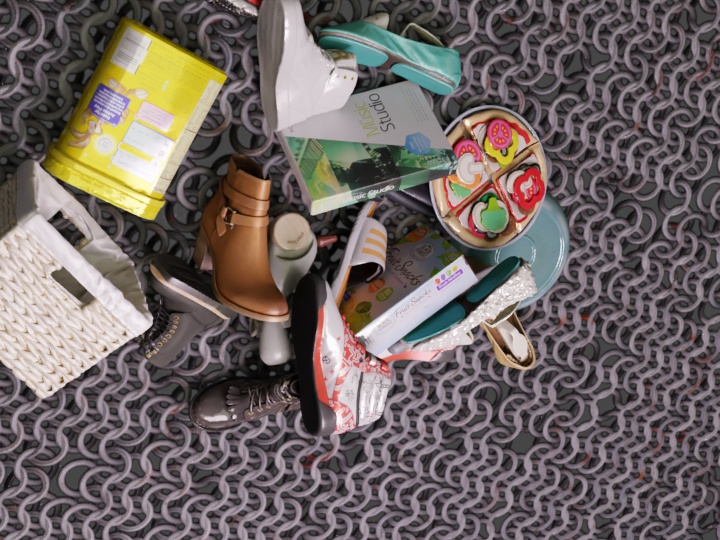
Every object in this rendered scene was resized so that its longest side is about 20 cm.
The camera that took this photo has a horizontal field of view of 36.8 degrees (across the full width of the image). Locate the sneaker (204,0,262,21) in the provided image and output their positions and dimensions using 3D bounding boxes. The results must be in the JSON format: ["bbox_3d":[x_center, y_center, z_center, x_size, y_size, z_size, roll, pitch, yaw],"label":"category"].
[{"bbox_3d":[-0.168,-0.364,1.266,0.200,0.077,0.085,33,86,-32],"label":"sneaker"}]

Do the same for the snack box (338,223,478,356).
[{"bbox_3d":[0.042,0.031,1.467,0.200,0.142,0.053,-36,119,-4],"label":"snack box"}]

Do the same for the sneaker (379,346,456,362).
[{"bbox_3d":[0.052,0.073,1.533,0.201,0.067,0.108,2,109,-26],"label":"sneaker"}]

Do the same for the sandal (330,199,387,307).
[{"bbox_3d":[-0.001,0.004,1.434,0.059,0.079,0.207,19,68,2],"label":"sandal"}]

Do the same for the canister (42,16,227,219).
[{"bbox_3d":[-0.266,-0.182,1.294,0.148,0.087,0.200,26,99,-28],"label":"canister"}]

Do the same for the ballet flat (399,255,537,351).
[{"bbox_3d":[0.149,0.060,1.427,0.200,0.072,0.072,-34,119,3],"label":"ballet flat"}]

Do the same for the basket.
[{"bbox_3d":[-0.374,0.011,1.266,0.161,0.200,0.198,-40,119,0],"label":"basket"}]

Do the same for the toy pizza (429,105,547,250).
[{"bbox_3d":[0.183,-0.127,1.489,0.200,0.032,0.201,-4,98,-29],"label":"toy pizza"}]

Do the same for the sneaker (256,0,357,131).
[{"bbox_3d":[-0.060,-0.264,1.304,0.115,0.074,0.200,-20,148,-19],"label":"sneaker"}]

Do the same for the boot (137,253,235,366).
[{"bbox_3d":[-0.244,0.062,1.364,0.138,0.077,0.200,-41,155,3],"label":"boot"}]

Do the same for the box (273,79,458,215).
[{"bbox_3d":[0.006,-0.160,1.379,0.200,0.144,0.036,-18,152,-13],"label":"box"}]

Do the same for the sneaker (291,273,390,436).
[{"bbox_3d":[-0.022,0.100,1.349,0.108,0.067,0.202,-7,95,-33],"label":"sneaker"}]

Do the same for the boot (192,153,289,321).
[{"bbox_3d":[-0.131,-0.041,1.340,0.077,0.200,0.155,6,117,-37],"label":"boot"}]

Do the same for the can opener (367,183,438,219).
[{"bbox_3d":[0.042,-0.115,1.458,0.200,0.063,0.079,23,75,-37],"label":"can opener"}]

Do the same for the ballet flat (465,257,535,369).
[{"bbox_3d":[0.201,0.064,1.557,0.069,0.063,0.200,-40,120,-10],"label":"ballet flat"}]

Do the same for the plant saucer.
[{"bbox_3d":[0.223,-0.025,1.581,0.200,0.027,0.200,-8,114,-18],"label":"plant saucer"}]

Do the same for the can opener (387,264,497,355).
[{"bbox_3d":[0.122,0.053,1.482,0.200,0.066,0.053,-25,101,-5],"label":"can opener"}]

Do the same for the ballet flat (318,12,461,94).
[{"bbox_3d":[0.040,-0.288,1.384,0.200,0.067,0.071,17,76,-19],"label":"ballet flat"}]

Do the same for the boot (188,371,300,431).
[{"bbox_3d":[-0.119,0.161,1.437,0.200,0.174,0.069,-12,84,-23],"label":"boot"}]

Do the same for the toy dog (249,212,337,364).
[{"bbox_3d":[-0.081,0.018,1.415,0.096,0.132,0.200,4,109,-15],"label":"toy dog"}]
